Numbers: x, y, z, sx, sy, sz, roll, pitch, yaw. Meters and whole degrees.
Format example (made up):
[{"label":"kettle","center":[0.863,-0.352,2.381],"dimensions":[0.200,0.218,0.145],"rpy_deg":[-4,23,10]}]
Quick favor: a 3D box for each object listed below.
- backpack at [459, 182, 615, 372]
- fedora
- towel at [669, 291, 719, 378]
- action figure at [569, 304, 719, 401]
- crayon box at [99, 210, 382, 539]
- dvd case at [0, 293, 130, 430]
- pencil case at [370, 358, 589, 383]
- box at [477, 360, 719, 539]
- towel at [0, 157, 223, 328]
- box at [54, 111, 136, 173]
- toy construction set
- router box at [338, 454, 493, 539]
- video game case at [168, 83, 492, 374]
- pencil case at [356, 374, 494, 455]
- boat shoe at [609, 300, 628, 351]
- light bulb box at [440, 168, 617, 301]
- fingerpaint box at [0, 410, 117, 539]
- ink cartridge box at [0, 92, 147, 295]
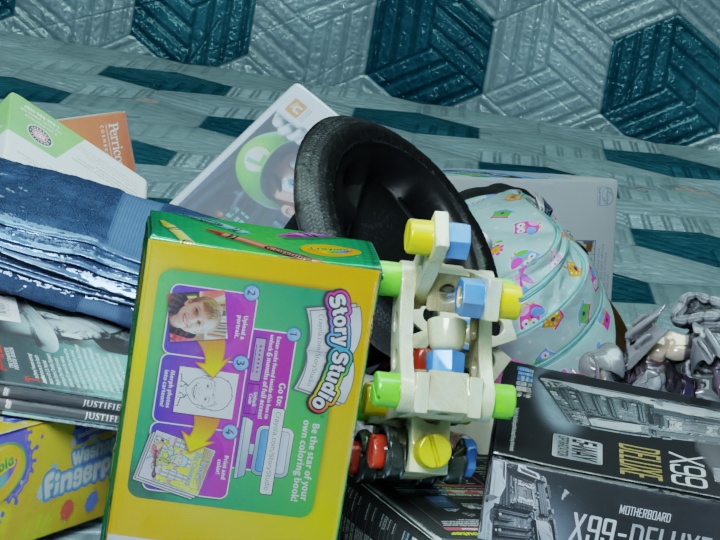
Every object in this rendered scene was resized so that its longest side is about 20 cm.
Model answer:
[{"label":"backpack","center":[0.094,0.021,1.770],"dimensions":[0.127,0.167,0.200],"rpy_deg":[54,-2,-26]},{"label":"fedora","center":[0.000,0.000,1.565],"dimensions":[0.092,0.201,0.201],"rpy_deg":[-34,-12,28]},{"label":"towel","center":[0.318,0.076,1.839],"dimensions":[0.200,0.086,0.166],"rpy_deg":[11,-3,4]},{"label":"action figure","center":[0.225,0.090,1.690],"dimensions":[0.200,0.130,0.069],"rpy_deg":[18,51,-25]},{"label":"crayon box","center":[-0.064,0.079,1.280],"dimensions":[0.119,0.200,0.058],"rpy_deg":[8,12,-7]},{"label":"dvd case","center":[-0.121,0.057,1.408],"dimensions":[0.200,0.022,0.146],"rpy_deg":[10,17,-18]},{"label":"pencil case","center":[0.060,0.088,1.654],"dimensions":[0.200,0.091,0.094],"rpy_deg":[13,37,28]},{"label":"box","center":[0.147,0.109,1.365],"dimensions":[0.157,0.050,0.200],"rpy_deg":[11,13,3]},{"label":"towel","center":[-0.147,-0.015,1.462],"dimensions":[0.200,0.049,0.112],"rpy_deg":[16,27,-1]},{"label":"box","center":[-0.254,-0.029,1.702],"dimensions":[0.200,0.125,0.097],"rpy_deg":[-10,-2,-22]},{"label":"toy construction set","center":[0.037,0.047,1.323],"dimensions":[0.092,0.131,0.200],"rpy_deg":[3,-7,3]},{"label":"router box","center":[0.091,0.153,1.391],"dimensions":[0.200,0.062,0.150],"rpy_deg":[4,12,-26]},{"label":"video game case","center":[-0.045,-0.004,1.656],"dimensions":[0.182,0.200,0.023],"rpy_deg":[40,-16,20]},{"label":"pencil case","center":[0.004,0.108,1.515],"dimensions":[0.200,0.090,0.078],"rpy_deg":[10,-17,0]},{"label":"boat shoe","center":[0.163,0.080,1.830],"dimensions":[0.070,0.070,0.200],"rpy_deg":[-27,11,11]},{"label":"light bulb box","center":[0.067,-0.019,2.007],"dimensions":[0.200,0.125,0.198],"rpy_deg":[-1,4,-44]},{"label":"fingerpaint box","center":[-0.232,0.094,1.394],"dimensions":[0.167,0.073,0.200],"rpy_deg":[14,12,25]},{"label":"ink cartridge box","center":[-0.199,-0.001,1.563],"dimensions":[0.117,0.067,0.200],"rpy_deg":[34,33,-28]}]
